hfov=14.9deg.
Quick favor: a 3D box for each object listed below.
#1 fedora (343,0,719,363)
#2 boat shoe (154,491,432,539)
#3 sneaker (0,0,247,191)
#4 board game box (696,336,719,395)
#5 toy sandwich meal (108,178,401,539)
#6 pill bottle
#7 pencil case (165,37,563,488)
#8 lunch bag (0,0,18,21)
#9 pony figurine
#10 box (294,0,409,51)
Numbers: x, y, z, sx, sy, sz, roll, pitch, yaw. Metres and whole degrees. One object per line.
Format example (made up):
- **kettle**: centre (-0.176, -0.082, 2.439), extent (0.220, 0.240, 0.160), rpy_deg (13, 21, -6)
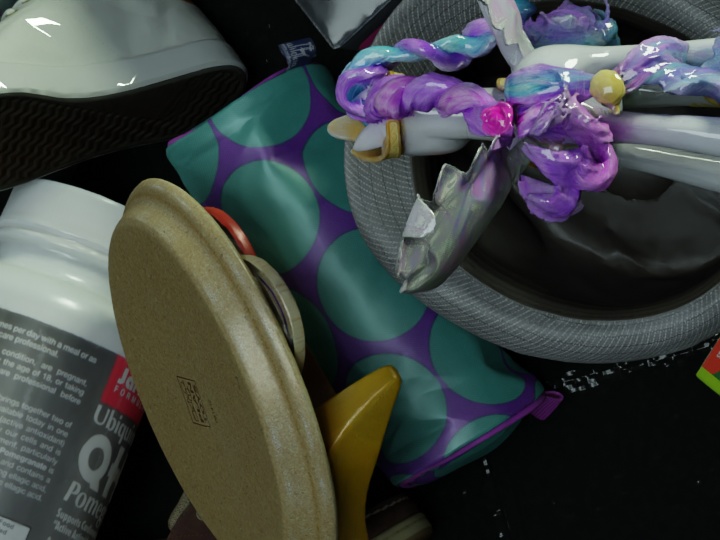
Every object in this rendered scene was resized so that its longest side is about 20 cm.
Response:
- **fedora**: centre (0.100, -0.051, 1.200), extent (0.200, 0.090, 0.177), rpy_deg (11, 97, 12)
- **boat shoe**: centre (-0.064, 0.129, 1.276), extent (0.200, 0.072, 0.072), rpy_deg (-20, 86, 25)
- **sneaker**: centre (-0.155, -0.091, 1.252), extent (0.085, 0.200, 0.073), rpy_deg (57, 140, 26)
- **board game box**: centre (0.221, -0.030, 1.093), extent (0.048, 0.102, 0.200), rpy_deg (40, 119, 22)
- **toy sandwich meal**: centre (-0.041, 0.046, 1.170), extent (0.070, 0.205, 0.205), rpy_deg (-23, 83, -20)
- **pill bottle**: centre (-0.158, 0.064, 1.266), extent (0.111, 0.111, 0.200), rpy_deg (16, 77, 18)
- **pencil case**: centre (0.000, 0.000, 1.240), extent (0.200, 0.092, 0.085), rpy_deg (57, 143, 8)
- **lunch bag**: centre (-0.213, -0.167, 1.249), extent (0.122, 0.200, 0.170), rpy_deg (40, 105, 14)
- **pony figurine**: centre (0.074, -0.064, 1.066), extent (0.200, 0.193, 0.167), rpy_deg (3, 83, 9)
- **box**: centre (-0.012, -0.208, 1.226), extent (0.122, 0.106, 0.200), rpy_deg (-42, 79, 16)
